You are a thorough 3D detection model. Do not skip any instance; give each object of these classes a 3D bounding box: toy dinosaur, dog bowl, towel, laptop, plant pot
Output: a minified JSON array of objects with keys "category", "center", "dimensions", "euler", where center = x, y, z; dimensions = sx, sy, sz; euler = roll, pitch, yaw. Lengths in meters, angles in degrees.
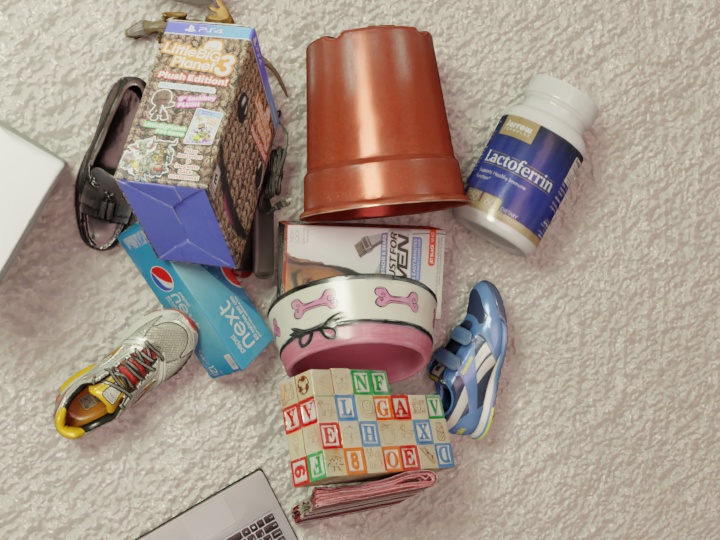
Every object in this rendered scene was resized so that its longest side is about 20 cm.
[{"category":"toy dinosaur","center":[-0.163,-0.262,1.157],"dimensions":[0.198,0.106,0.061],"euler":[17,87,-10]},{"category":"dog bowl","center":[-0.006,0.077,1.170],"dimensions":[0.197,0.200,0.075],"euler":[1,64,-15]},{"category":"towel","center":[-0.001,0.267,1.204],"dimensions":[0.142,0.200,0.023],"euler":[-7,72,-14]},{"category":"laptop","center":[-0.147,0.379,1.210],"dimensions":[0.186,0.116,0.202],"euler":[-28,102,-12]},{"category":"plant pot","center":[0.019,-0.165,1.170],"dimensions":[0.198,0.201,0.198],"euler":[-5,90,-15]}]

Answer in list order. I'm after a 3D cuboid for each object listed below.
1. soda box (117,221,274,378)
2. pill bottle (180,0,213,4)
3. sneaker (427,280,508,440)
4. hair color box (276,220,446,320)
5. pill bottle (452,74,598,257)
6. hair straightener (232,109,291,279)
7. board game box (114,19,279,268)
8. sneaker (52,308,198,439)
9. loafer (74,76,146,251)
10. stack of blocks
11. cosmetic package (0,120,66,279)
[{"category":"soda box","center":[-0.187,0.021,1.176],"dimensions":[0.068,0.064,0.201],"euler":[-44,109,-43]},{"category":"pill bottle","center":[-0.184,-0.404,1.119],"dimensions":[0.113,0.114,0.203],"euler":[13,93,-16]},{"category":"sneaker","center":[0.131,0.111,1.283],"dimensions":[0.081,0.074,0.203],"euler":[8,93,-14]},{"category":"hair color box","center":[0.000,0.000,1.239],"dimensions":[0.197,0.064,0.113],"euler":[1,96,-14]},{"category":"pill bottle","center":[0.205,-0.129,1.256],"dimensions":[0.115,0.116,0.202],"euler":[29,87,-16]},{"category":"hair straightener","center":[-0.103,-0.089,1.200],"dimensions":[0.041,0.076,0.203],"euler":[12,85,-52]},{"category":"board game box","center":[-0.164,-0.131,1.078],"dimensions":[0.096,0.160,0.202],"euler":[6,62,10]},{"category":"sneaker","center":[-0.262,0.123,1.150],"dimensions":[0.200,0.082,0.078],"euler":[-40,106,6]},{"category":"loafer","center":[-0.277,-0.120,1.149],"dimensions":[0.071,0.063,0.203],"euler":[13,92,-16]},{"category":"stack of blocks","center":[0.010,0.176,1.156],"dimensions":[0.198,0.058,0.117],"euler":[7,66,-42]},{"category":"cosmetic package","center":[-0.412,-0.082,1.044],"dimensions":[0.166,0.200,0.168],"euler":[31,87,-15]}]
